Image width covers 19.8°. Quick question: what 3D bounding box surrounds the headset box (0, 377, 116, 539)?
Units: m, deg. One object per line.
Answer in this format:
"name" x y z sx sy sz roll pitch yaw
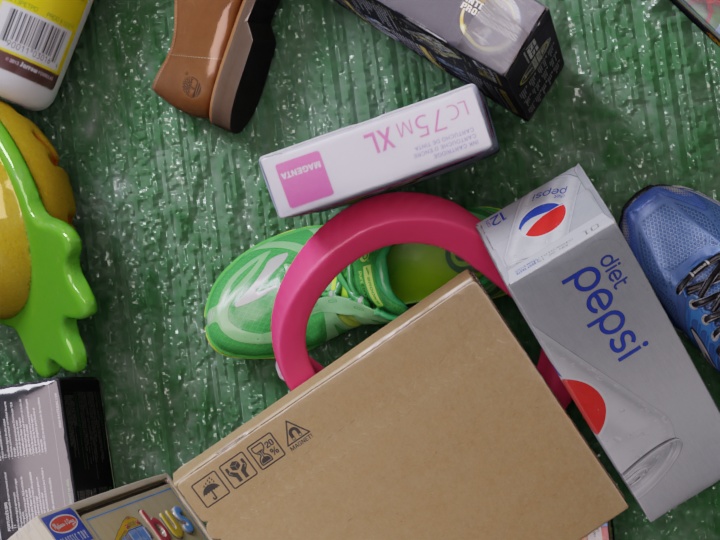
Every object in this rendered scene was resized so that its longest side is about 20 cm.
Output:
"headset box" -0.247 0.163 1.215 0.198 0.093 0.176 -10 85 7

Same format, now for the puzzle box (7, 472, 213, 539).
"puzzle box" -0.112 0.181 1.143 0.025 0.200 0.133 -39 83 12

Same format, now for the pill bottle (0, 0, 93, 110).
"pill bottle" -0.200 -0.205 1.226 0.108 0.109 0.202 21 89 8

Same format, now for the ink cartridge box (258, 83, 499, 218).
"ink cartridge box" 0.017 -0.065 1.144 0.118 0.200 0.042 -18 93 6

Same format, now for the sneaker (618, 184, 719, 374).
"sneaker" 0.223 0.029 1.163 0.078 0.089 0.200 -42 82 2

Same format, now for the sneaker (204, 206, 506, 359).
"sneaker" 0.000 0.000 1.198 0.198 0.084 0.075 -16 85 7

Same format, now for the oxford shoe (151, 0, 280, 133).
"oxford shoe" -0.074 -0.188 1.230 0.071 0.071 0.202 20 90 14

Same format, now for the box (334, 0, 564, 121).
"box" 0.031 -0.151 1.145 0.161 0.200 0.049 34 93 9

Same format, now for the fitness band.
"fitness band" 0.038 0.039 1.154 0.144 0.038 0.200 -45 124 11

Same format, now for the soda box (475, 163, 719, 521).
"soda box" 0.139 0.043 1.129 0.068 0.064 0.201 -30 125 4

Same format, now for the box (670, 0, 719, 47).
"box" 0.213 -0.224 1.207 0.137 0.040 0.200 -45 82 4

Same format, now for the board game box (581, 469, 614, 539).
"board game box" 0.070 0.221 1.188 0.164 0.057 0.202 -5 85 9

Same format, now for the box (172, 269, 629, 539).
"box" 0.023 0.121 1.134 0.199 0.021 0.164 -34 105 4

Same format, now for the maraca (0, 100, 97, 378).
"maraca" -0.213 -0.025 1.202 0.106 0.138 0.200 -23 56 -32
